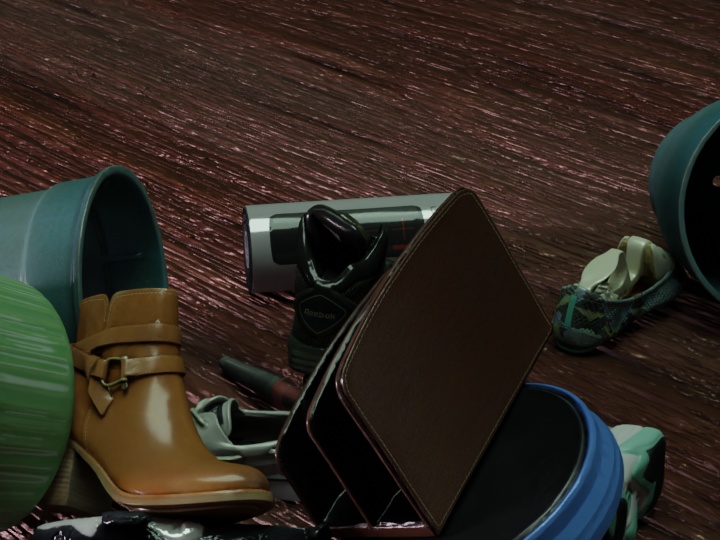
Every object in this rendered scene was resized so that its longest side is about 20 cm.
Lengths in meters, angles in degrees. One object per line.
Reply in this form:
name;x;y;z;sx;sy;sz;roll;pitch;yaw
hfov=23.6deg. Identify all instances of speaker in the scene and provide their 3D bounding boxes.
speaker;-0.006;-0.026;1.577;0.198;0.082;0.081;-3;25;-9

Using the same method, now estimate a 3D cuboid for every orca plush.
orca plush;-0.118;0.205;1.134;0.198;0.072;0.105;6;-22;-11

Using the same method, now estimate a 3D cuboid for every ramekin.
ramekin;-0.285;0.089;1.189;0.097;0.202;0.199;14;9;-45

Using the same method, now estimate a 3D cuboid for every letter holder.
letter holder;0.024;0.056;1.150;0.100;0.143;0.201;-8;35;40

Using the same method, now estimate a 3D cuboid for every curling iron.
curling iron;-0.059;0.087;1.351;0.025;0.050;0.199;-1;5;-30

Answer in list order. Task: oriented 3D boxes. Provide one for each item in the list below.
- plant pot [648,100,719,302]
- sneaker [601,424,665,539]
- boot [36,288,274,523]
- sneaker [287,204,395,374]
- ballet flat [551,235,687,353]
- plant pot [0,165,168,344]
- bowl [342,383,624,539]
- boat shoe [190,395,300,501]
plant pot;0.350;-0.070;1.559;0.198;0.203;0.188;-4;10;-9
sneaker;0.122;0.161;1.195;0.138;0.079;0.200;7;18;23
boot;-0.133;0.091;1.173;0.198;0.157;0.076;-3;-20;39
sneaker;0.000;0.000;1.312;0.075;0.116;0.199;11;17;16
ballet flat;0.235;0.007;1.519;0.074;0.075;0.200;15;28;29
plant pot;-0.273;0.024;1.355;0.194;0.202;0.201;-3;24;12
bowl;0.076;0.151;1.138;0.199;0.040;0.201;-26;27;14
boat shoe;-0.102;0.126;1.265;0.198;0.066;0.072;5;25;10
